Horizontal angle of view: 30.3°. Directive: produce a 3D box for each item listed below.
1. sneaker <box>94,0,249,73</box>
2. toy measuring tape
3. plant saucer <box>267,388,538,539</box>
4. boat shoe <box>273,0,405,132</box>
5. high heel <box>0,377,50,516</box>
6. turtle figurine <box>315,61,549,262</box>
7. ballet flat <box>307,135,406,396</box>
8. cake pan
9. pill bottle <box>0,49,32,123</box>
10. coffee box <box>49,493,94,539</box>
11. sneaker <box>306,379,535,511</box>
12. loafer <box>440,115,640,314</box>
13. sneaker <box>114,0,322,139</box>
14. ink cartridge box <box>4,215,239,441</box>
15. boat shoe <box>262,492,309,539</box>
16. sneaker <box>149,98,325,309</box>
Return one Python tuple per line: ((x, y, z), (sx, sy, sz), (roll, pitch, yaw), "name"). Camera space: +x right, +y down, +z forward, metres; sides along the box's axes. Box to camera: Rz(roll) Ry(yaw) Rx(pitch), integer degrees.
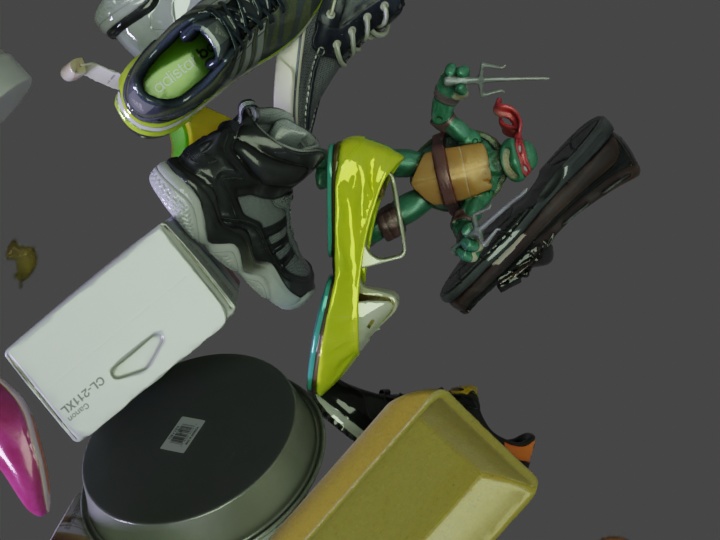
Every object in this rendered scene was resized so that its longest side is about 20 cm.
((-0.103, -0.221, 1.048), (0.199, 0.075, 0.115), (-39, 96, 4), "sneaker")
((-0.145, -0.096, 1.034), (0.198, 0.073, 0.074), (22, 91, -28), "toy measuring tape")
((0.022, 0.187, 0.988), (0.200, 0.048, 0.200), (-48, 139, -2), "plant saucer")
((-0.014, -0.192, 1.053), (0.092, 0.075, 0.203), (8, 92, 3), "boat shoe")
((-0.313, 0.110, 1.047), (0.095, 0.067, 0.202), (-21, 90, -13), "high heel")
((0.068, -0.075, 1.057), (0.198, 0.101, 0.152), (-15, 80, 12), "turtle figurine")
((0.000, 0.000, 1.012), (0.066, 0.067, 0.203), (6, 97, 3), "ballet flat")
((-0.125, 0.136, 1.008), (0.198, 0.201, 0.037), (-22, 127, -3), "cake pan")
((-0.352, -0.185, 1.005), (0.120, 0.120, 0.200), (-44, 96, -1), "pill bottle")
((-0.196, 0.250, 1.003), (0.114, 0.200, 0.080), (29, 92, -5), "coffee box")
((0.052, 0.122, 1.086), (0.199, 0.070, 0.091), (33, 85, -10), "sneaker")
((0.150, -0.034, 1.082), (0.063, 0.072, 0.200), (42, 86, -10), "loafer")
((-0.095, -0.173, 0.971), (0.200, 0.081, 0.074), (-45, 100, -6), "sneaker")
((-0.169, 0.034, 0.992), (0.145, 0.200, 0.083), (-39, 96, -1), "ink cartridge box")
((-0.041, 0.253, 1.073), (0.074, 0.086, 0.203), (-31, 96, -2), "boat shoe")
((-0.064, -0.050, 1.008), (0.114, 0.200, 0.076), (-44, 52, 3), "sneaker")
